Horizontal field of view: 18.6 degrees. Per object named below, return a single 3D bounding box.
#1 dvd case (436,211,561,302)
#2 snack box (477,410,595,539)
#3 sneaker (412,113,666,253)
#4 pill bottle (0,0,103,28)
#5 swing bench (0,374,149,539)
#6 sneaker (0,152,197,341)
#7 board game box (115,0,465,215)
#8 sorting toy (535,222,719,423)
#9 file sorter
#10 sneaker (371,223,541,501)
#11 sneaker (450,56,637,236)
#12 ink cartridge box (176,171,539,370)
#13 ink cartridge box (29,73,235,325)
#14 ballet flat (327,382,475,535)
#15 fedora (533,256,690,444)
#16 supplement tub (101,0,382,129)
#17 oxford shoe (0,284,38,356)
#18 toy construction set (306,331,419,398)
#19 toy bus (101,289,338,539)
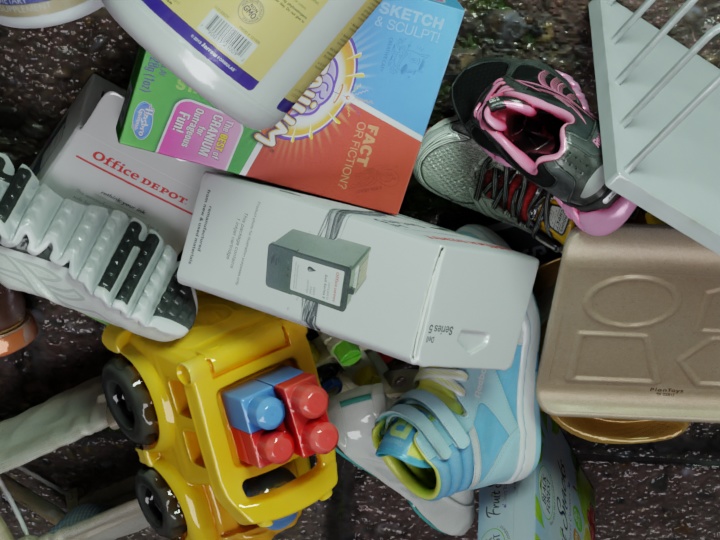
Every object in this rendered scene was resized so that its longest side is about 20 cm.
[{"bbox_3d":[0.175,-0.003,1.640,0.200,0.025,0.150,-15,129,16],"label":"dvd case"},{"bbox_3d":[0.139,0.210,1.718,0.053,0.200,0.142,-16,130,19],"label":"snack box"},{"bbox_3d":[0.132,-0.059,1.538,0.200,0.082,0.078,14,117,4],"label":"sneaker"},{"bbox_3d":[-0.217,-0.261,1.367,0.116,0.116,0.200,-8,131,11],"label":"pill bottle"},{"bbox_3d":[-0.207,0.170,1.759,0.199,0.130,0.200,-22,122,23],"label":"swing bench"},{"bbox_3d":[-0.206,-0.007,1.539,0.200,0.075,0.081,31,140,0],"label":"sneaker"},{"bbox_3d":[-0.048,-0.135,1.475,0.200,0.040,0.153,14,107,-13],"label":"board game box"},{"bbox_3d":[0.221,0.034,1.513,0.185,0.036,0.200,2,142,-1],"label":"sorting toy"},{"bbox_3d":[0.242,-0.121,1.408,0.139,0.200,0.125,29,126,-21],"label":"file sorter"},{"bbox_3d":[0.063,0.074,1.580,0.080,0.131,0.200,7,110,50],"label":"sneaker"},{"bbox_3d":[0.108,-0.100,1.447,0.095,0.200,0.079,27,99,-37],"label":"sneaker"},{"bbox_3d":[0.000,0.000,1.504,0.200,0.145,0.084,18,96,30],"label":"ink cartridge box"},{"bbox_3d":[-0.174,-0.060,1.580,0.117,0.067,0.200,27,129,-18],"label":"ink cartridge box"},{"bbox_3d":[0.047,0.144,1.667,0.069,0.069,0.200,-25,138,24],"label":"ballet flat"},{"bbox_3d":[0.191,0.073,1.634,0.200,0.082,0.201,2,133,2],"label":"fedora"},{"bbox_3d":[-0.049,-0.203,1.352,0.145,0.145,0.200,38,97,-27],"label":"supplement tub"},{"bbox_3d":[-0.353,0.037,1.693,0.200,0.071,0.073,-12,115,6],"label":"oxford shoe"},{"bbox_3d":[0.019,0.059,1.672,0.131,0.092,0.200,-34,134,0],"label":"toy construction set"},{"bbox_3d":[-0.077,0.120,1.579,0.136,0.192,0.200,-24,112,-27],"label":"toy bus"}]
